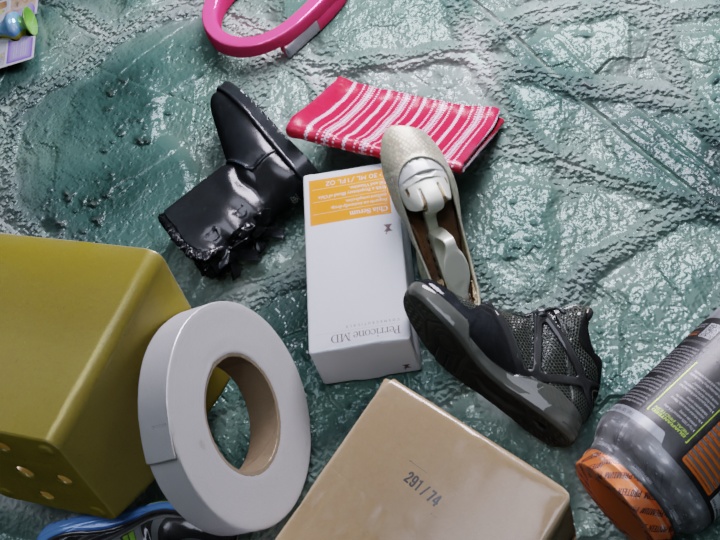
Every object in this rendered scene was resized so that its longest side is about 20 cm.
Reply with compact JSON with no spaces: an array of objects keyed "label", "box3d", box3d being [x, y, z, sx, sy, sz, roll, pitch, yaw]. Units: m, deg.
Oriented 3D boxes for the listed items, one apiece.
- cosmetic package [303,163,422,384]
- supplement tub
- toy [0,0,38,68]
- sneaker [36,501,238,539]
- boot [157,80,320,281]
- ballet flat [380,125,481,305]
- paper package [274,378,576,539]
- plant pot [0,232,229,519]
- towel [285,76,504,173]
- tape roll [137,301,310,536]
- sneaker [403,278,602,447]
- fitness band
[{"label":"cosmetic package","box3d":[0.000,0.000,1.145,0.099,0.072,0.203,-9,59,8]},{"label":"supplement tub","box3d":[0.281,0.131,0.971,0.199,0.123,0.123,-39,59,-11]},{"label":"toy","box3d":[-0.499,-0.292,1.449,0.196,0.047,0.117,-11,57,7]},{"label":"sneaker","box3d":[-0.198,0.257,1.055,0.196,0.071,0.084,-13,69,9]},{"label":"boot","box3d":[-0.147,-0.095,1.240,0.162,0.074,0.198,-41,57,-4]},{"label":"ballet flat","box3d":[0.074,-0.046,1.103,0.066,0.062,0.203,-21,95,-10]},{"label":"paper package","box3d":[0.055,0.227,0.983,0.198,0.104,0.192,29,72,26]},{"label":"plant pot","box3d":[-0.263,0.104,1.051,0.197,0.201,0.178,6,53,22]},{"label":"towel","box3d":[0.036,-0.153,1.213,0.197,0.023,0.145,14,34,20]},{"label":"tape roll","box3d":[-0.115,0.129,1.025,0.037,0.202,0.206,-16,55,31]},{"label":"sneaker","box3d":[0.136,0.057,1.060,0.198,0.076,0.115,36,65,7]},{"label":"fitness band","box3d":[-0.098,-0.327,1.377,0.143,0.038,0.200,36,73,29]}]
